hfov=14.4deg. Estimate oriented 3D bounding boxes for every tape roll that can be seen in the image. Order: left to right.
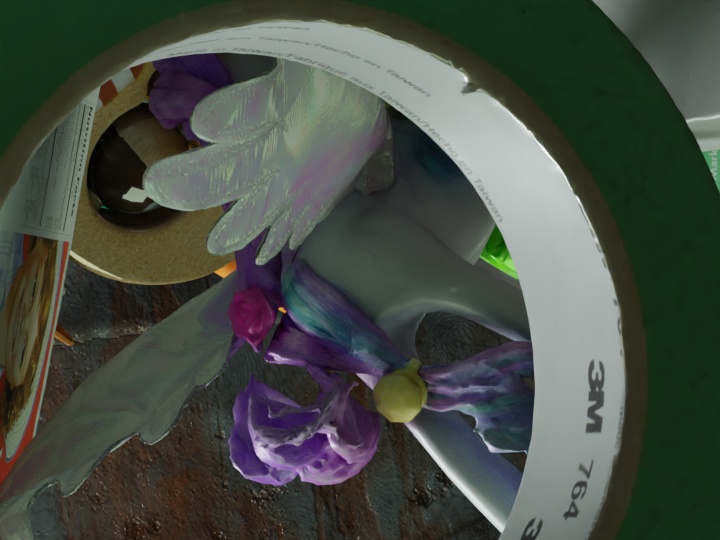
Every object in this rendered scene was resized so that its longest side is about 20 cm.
[{"bbox_3d":[-0.018,0.022,0.580,0.200,0.201,0.048,-5,177,-21],"label":"tape roll"}]

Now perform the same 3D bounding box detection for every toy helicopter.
[{"bbox_3d":[-0.108,-0.044,0.868,0.200,0.132,0.079,18,-163,-38],"label":"toy helicopter"}]

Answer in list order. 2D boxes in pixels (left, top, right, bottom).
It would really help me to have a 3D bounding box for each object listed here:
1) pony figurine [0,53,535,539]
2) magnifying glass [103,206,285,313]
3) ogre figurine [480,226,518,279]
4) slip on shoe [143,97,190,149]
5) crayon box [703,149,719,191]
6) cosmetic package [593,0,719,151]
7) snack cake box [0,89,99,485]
[{"bbox_3d":[0.000,0.000,0.743,0.167,0.200,0.193,-53,-176,33],"label":"pony figurine"},{"bbox_3d":[-0.089,-0.030,1.041,0.200,0.022,0.080,28,-168,-7],"label":"magnifying glass"},{"bbox_3d":[0.019,-0.047,1.000,0.098,0.120,0.200,-5,179,-9],"label":"ogre figurine"},{"bbox_3d":[-0.079,-0.067,1.002,0.061,0.074,0.200,28,-175,20],"label":"slip on shoe"},{"bbox_3d":[0.162,-0.036,0.890,0.052,0.126,0.200,-5,-174,-40],"label":"crayon box"},{"bbox_3d":[0.105,-0.078,0.823,0.107,0.090,0.200,-4,175,-36],"label":"cosmetic package"},{"bbox_3d":[-0.119,0.004,0.750,0.067,0.200,0.115,11,179,2],"label":"snack cake box"}]
